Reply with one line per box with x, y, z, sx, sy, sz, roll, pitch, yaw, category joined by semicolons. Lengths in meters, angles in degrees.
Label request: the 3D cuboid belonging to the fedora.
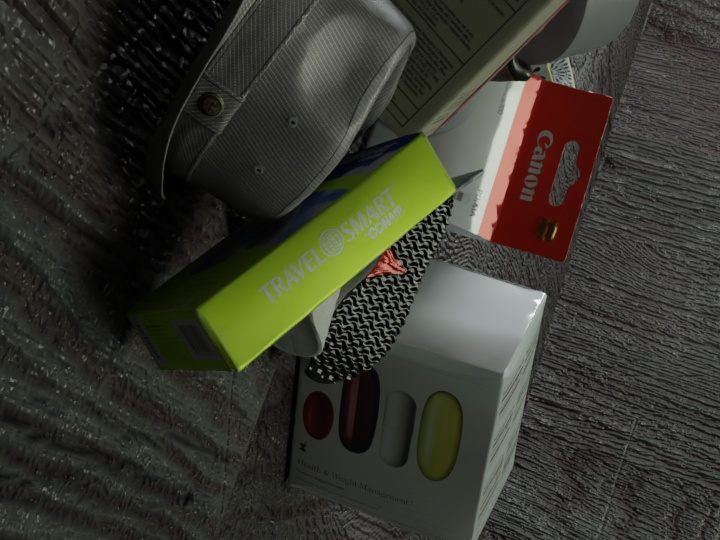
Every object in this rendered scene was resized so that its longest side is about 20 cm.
-0.034;-0.103;0.719;0.201;0.090;0.177;-53;-179;19;fedora

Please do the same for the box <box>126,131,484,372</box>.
-0.033;-0.016;0.765;0.199;0.048;0.121;-39;-165;-25;box

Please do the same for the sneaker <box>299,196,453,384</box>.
0.000;-0.001;1.093;0.070;0.093;0.202;32;84;-34;sneaker

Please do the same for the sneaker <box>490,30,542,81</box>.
0.138;-0.255;1.091;0.077;0.081;0.203;-62;165;-65;sneaker

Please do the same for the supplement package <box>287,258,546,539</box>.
0.051;0.112;1.194;0.147;0.189;0.203;-50;152;-54;supplement package

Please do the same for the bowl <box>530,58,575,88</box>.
0.164;-0.230;1.377;0.200;0.093;0.204;-15;90;-73;bowl

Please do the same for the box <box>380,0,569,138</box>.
0.071;-0.205;0.892;0.200;0.128;0.109;-43;177;23;box

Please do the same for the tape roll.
0.164;-0.290;1.149;0.065;0.201;0.202;-18;134;-25;tape roll

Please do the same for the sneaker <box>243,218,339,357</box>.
-0.039;-0.032;0.964;0.201;0.073;0.117;94;14;-61;sneaker

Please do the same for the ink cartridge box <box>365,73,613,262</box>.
0.108;-0.112;1.149;0.047;0.197;0.162;47;61;-75;ink cartridge box
